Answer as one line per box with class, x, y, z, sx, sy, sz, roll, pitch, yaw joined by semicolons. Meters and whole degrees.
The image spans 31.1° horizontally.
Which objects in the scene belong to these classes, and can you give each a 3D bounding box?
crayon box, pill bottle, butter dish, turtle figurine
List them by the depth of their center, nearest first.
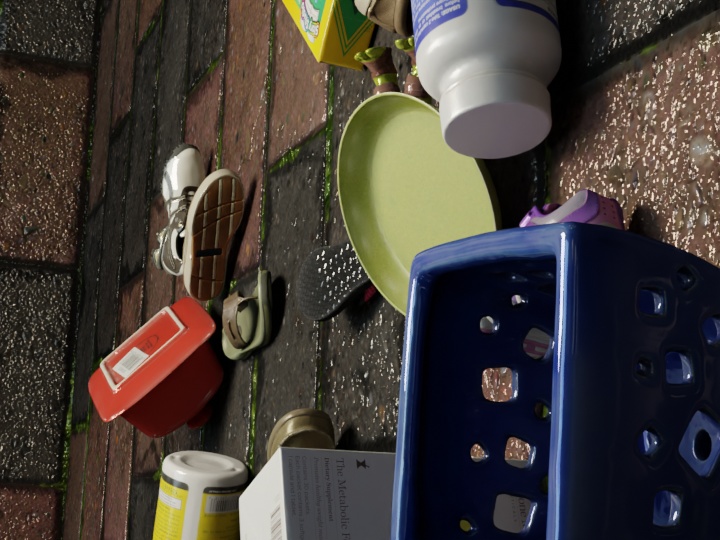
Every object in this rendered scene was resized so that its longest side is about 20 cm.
pill bottle;0.094;-0.193;0.986;0.112;0.110;0.203;134;138;-58
turtle figurine;0.052;-0.121;1.142;0.199;0.064;0.164;-3;96;57
crayon box;-0.024;-0.340;1.414;0.201;0.057;0.175;-116;36;-55
pill bottle;-0.208;0.339;1.633;0.111;0.110;0.203;-156;74;-68
butter dish;-0.262;0.159;1.805;0.199;0.148;0.200;-40;22;-8

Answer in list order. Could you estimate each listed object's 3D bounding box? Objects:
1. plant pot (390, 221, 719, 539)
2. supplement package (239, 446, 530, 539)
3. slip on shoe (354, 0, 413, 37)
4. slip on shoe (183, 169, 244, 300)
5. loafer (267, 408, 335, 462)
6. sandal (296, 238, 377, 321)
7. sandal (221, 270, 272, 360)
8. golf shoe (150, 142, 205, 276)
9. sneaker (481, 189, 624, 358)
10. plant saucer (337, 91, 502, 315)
plant pot;0.135;0.088;0.702;0.200;0.177;0.203;169;106;-67
supplement package;0.022;0.203;0.940;0.110;0.197;0.115;127;142;-54
slip on shoe;0.061;-0.305;1.186;0.061;0.076;0.201;42;126;15
slip on shoe;-0.208;-0.056;1.783;0.061;0.075;0.202;-121;34;-49
loafer;-0.060;0.233;1.335;0.068;0.075;0.203;-118;29;-54
sandal;0.000;0.000;1.291;0.199;0.045;0.076;-30;61;48
sandal;-0.152;0.065;1.637;0.201;0.057;0.081;132;140;-57
golf shoe;-0.258;-0.089;1.966;0.094;0.077;0.203;17;102;51
sneaker;0.125;0.002;0.909;0.200;0.079;0.090;-33;47;58
plant saucer;0.053;-0.052;1.074;0.199;0.031;0.203;30;130;42
